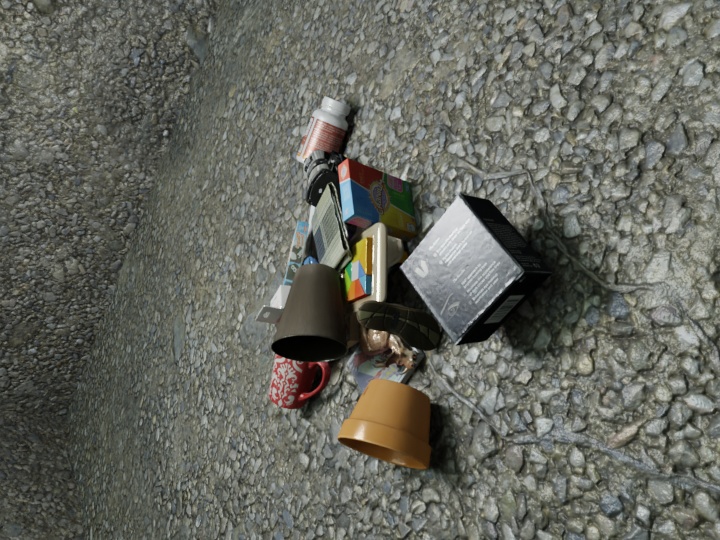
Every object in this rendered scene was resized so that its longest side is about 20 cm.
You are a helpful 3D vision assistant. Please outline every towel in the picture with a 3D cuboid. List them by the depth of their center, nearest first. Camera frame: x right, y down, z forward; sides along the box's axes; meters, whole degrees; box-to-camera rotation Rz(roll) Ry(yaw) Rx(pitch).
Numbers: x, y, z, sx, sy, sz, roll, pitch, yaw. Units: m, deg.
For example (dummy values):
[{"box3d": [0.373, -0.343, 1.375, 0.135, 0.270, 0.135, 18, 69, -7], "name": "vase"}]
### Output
[{"box3d": [-0.072, -0.087, 1.547, 0.200, 0.034, 0.194, 125, 136, -60], "name": "towel"}]

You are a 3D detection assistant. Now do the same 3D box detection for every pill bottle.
[{"box3d": [-0.103, -0.398, 1.831, 0.112, 0.112, 0.201, 38, 109, 51], "name": "pill bottle"}]

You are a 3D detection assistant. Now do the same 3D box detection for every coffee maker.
[{"box3d": [-0.065, -0.226, 1.698, 0.134, 0.192, 0.200, -37, 26, 13], "name": "coffee maker"}]

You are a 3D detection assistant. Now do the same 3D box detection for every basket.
[{"box3d": [-0.109, 0.096, 1.474, 0.179, 0.136, 0.201, -2, 56, 11], "name": "basket"}]

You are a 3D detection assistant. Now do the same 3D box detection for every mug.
[{"box3d": [-0.170, 0.268, 1.660, 0.178, 0.132, 0.201, -123, 45, -58], "name": "mug"}]

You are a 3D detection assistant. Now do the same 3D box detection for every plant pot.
[{"box3d": [0.065, 0.319, 1.320, 0.199, 0.199, 0.141, -10, 54, 51], "name": "plant pot"}]

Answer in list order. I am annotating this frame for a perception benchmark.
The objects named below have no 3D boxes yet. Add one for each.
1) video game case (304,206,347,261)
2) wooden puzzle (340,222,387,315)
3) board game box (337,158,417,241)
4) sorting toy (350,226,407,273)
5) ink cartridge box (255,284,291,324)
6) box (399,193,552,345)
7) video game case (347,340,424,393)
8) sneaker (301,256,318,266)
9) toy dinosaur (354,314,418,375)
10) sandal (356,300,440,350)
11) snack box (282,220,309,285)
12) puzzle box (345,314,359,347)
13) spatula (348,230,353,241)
[{"box3d": [-0.099, -0.080, 1.736, 0.200, 0.023, 0.184, 46, 134, 49], "name": "video game case"}, {"box3d": [0.000, 0.000, 1.450, 0.200, 0.037, 0.187, -23, 62, 60], "name": "wooden puzzle"}, {"box3d": [0.042, -0.165, 1.489, 0.040, 0.199, 0.154, -32, 55, 43], "name": "board game box"}, {"box3d": [0.021, -0.045, 1.570, 0.180, 0.106, 0.202, -41, 48, 46], "name": "sorting toy"}, {"box3d": [-0.162, 0.093, 1.601, 0.117, 0.198, 0.068, 130, 142, -57], "name": "ink cartridge box"}, {"box3d": [0.211, -0.002, 1.172, 0.197, 0.117, 0.201, -52, 57, 30], "name": "box"}, {"box3d": [0.054, 0.213, 1.494, 0.201, 0.023, 0.183, -58, 40, 22], "name": "video game case"}, {"box3d": [-0.138, 0.054, 1.744, 0.083, 0.070, 0.201, -115, 25, -66], "name": "sneaker"}, {"box3d": [0.041, 0.169, 1.446, 0.199, 0.085, 0.137, -9, 78, 57], "name": "toy dinosaur"}, {"box3d": [0.083, 0.114, 1.360, 0.055, 0.198, 0.082, -135, 62, -78], "name": "sandal"}, {"box3d": [-0.184, -0.023, 1.737, 0.116, 0.037, 0.201, 116, 165, -55], "name": "snack box"}, {"box3d": [-0.047, 0.136, 1.601, 0.200, 0.025, 0.134, 137, 136, -62], "name": "puzzle box"}, {"box3d": [-0.024, -0.049, 1.685, 0.057, 0.020, 0.201, -54, 42, 25], "name": "spatula"}]
